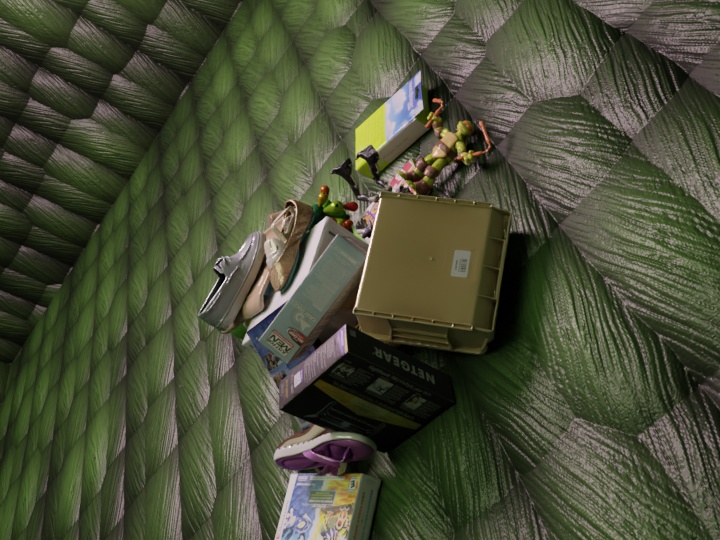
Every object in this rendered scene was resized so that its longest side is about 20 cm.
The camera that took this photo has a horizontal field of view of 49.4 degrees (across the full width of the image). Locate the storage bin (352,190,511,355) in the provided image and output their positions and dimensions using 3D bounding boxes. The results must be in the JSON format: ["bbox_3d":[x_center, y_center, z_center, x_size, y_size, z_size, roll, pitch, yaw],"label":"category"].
[{"bbox_3d":[0.106,0.002,1.128,0.198,0.094,0.201,8,66,13],"label":"storage bin"}]

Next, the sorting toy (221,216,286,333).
[{"bbox_3d":[-0.195,0.012,1.494,0.185,0.036,0.200,-32,36,51],"label":"sorting toy"}]

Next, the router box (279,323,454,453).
[{"bbox_3d":[0.008,0.174,1.118,0.157,0.200,0.052,-42,34,30],"label":"router box"}]

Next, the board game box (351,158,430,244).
[{"bbox_3d":[0.049,-0.107,1.457,0.200,0.030,0.096,-50,32,26],"label":"board game box"}]

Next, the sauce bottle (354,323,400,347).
[{"bbox_3d":[0.018,0.108,1.236,0.200,0.066,0.066,-37,39,36],"label":"sauce bottle"}]

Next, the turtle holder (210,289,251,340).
[{"bbox_3d":[-0.224,0.076,1.618,0.132,0.141,0.186,-40,35,32],"label":"turtle holder"}]

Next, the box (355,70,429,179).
[{"bbox_3d":[0.068,-0.286,1.546,0.200,0.048,0.122,-37,39,37],"label":"box"}]

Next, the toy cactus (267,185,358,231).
[{"bbox_3d":[-0.102,-0.114,1.563,0.200,0.165,0.103,-170,73,-65],"label":"toy cactus"}]

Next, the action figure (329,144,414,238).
[{"bbox_3d":[0.043,-0.108,1.313,0.119,0.200,0.102,-35,4,-10],"label":"action figure"}]

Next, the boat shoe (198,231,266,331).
[{"bbox_3d":[-0.238,0.009,1.445,0.070,0.071,0.201,-10,55,63],"label":"boat shoe"}]

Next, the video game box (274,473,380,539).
[{"bbox_3d":[-0.062,0.405,1.199,0.200,0.047,0.183,-19,52,50],"label":"video game box"}]

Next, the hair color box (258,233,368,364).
[{"bbox_3d":[-0.063,0.043,1.195,0.200,0.061,0.099,-54,-8,5],"label":"hair color box"}]

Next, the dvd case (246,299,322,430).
[{"bbox_3d":[-0.101,0.159,1.298,0.143,0.018,0.200,-36,82,42],"label":"dvd case"}]

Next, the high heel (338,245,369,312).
[{"bbox_3d":[0.000,0.000,1.337,0.200,0.072,0.143,-26,33,-13],"label":"high heel"}]

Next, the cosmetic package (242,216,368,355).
[{"bbox_3d":[-0.091,0.049,1.412,0.199,0.123,0.200,-37,27,44],"label":"cosmetic package"}]

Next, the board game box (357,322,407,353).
[{"bbox_3d":[0.024,0.143,1.291,0.135,0.028,0.201,-20,51,50],"label":"board game box"}]

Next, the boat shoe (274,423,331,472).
[{"bbox_3d":[-0.076,0.299,1.283,0.202,0.075,0.075,-44,58,46],"label":"boat shoe"}]

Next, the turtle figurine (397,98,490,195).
[{"bbox_3d":[0.139,-0.207,1.351,0.161,0.064,0.200,-45,44,10],"label":"turtle figurine"}]

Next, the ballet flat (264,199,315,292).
[{"bbox_3d":[-0.138,-0.050,1.399,0.070,0.065,0.200,-38,28,41],"label":"ballet flat"}]

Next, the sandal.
[{"bbox_3d":[-0.052,0.287,1.176,0.202,0.082,0.050,-25,46,42],"label":"sandal"}]
